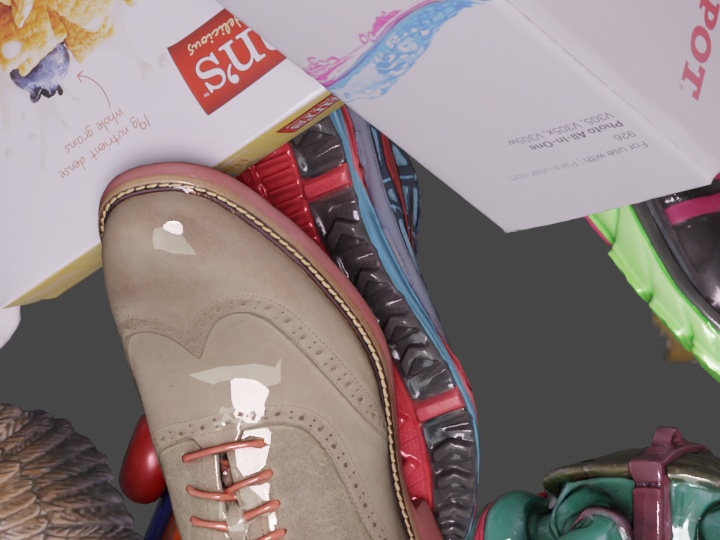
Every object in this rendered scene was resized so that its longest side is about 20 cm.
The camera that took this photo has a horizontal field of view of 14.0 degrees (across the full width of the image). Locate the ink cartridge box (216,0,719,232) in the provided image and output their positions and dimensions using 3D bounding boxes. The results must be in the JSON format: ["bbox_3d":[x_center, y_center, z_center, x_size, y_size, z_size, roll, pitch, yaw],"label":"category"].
[{"bbox_3d":[0.022,-0.124,0.788,0.087,0.146,0.200,-15,140,44],"label":"ink cartridge box"}]

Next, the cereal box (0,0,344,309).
[{"bbox_3d":[-0.094,-0.109,0.864,0.144,0.040,0.200,-33,81,22],"label":"cereal box"}]

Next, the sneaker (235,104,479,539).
[{"bbox_3d":[0.000,0.000,0.925,0.079,0.096,0.200,-10,105,25],"label":"sneaker"}]

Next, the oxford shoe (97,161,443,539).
[{"bbox_3d":[-0.024,0.060,0.852,0.070,0.075,0.200,-13,121,24],"label":"oxford shoe"}]

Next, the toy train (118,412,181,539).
[{"bbox_3d":[-0.044,0.094,0.977,0.085,0.116,0.200,21,120,-5],"label":"toy train"}]

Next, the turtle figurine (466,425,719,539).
[{"bbox_3d":[0.096,0.099,0.912,0.200,0.101,0.150,-5,164,34],"label":"turtle figurine"}]

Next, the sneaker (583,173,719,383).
[{"bbox_3d":[0.113,-0.027,0.886,0.084,0.077,0.200,-39,85,13],"label":"sneaker"}]

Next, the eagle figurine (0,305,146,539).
[{"bbox_3d":[-0.151,0.089,0.938,0.152,0.200,0.151,-29,120,-6],"label":"eagle figurine"}]
